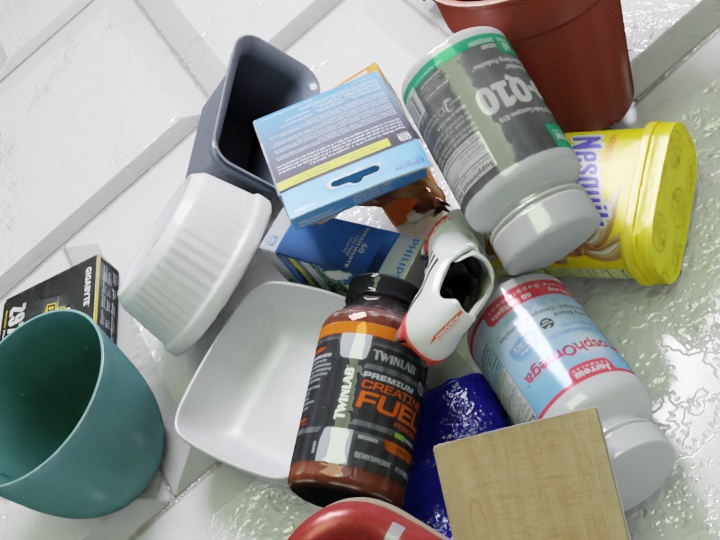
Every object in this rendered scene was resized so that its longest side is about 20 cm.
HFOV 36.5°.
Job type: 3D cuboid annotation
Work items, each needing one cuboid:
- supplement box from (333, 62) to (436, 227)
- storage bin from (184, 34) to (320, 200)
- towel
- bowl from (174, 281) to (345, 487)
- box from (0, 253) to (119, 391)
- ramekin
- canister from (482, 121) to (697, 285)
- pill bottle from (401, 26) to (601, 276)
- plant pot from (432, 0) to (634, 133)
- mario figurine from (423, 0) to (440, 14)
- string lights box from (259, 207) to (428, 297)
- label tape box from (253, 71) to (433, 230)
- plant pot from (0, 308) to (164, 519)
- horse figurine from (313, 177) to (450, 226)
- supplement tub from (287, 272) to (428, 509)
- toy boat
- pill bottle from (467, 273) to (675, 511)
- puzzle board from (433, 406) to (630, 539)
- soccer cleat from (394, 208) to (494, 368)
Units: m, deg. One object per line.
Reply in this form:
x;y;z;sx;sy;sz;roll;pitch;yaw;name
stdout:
0.028;-0.148;1.251;0.066;0.069;0.202;-30;44;10;supplement box
-0.135;-0.156;1.334;0.134;0.144;0.203;-35;38;46;storage bin
0.082;0.194;0.967;0.147;0.050;0.201;-34;45;9;towel
-0.072;0.119;1.111;0.198;0.075;0.202;14;67;40;bowl
-0.378;0.096;1.355;0.158;0.049;0.202;-25;47;19;box
-0.190;-0.015;1.215;0.203;0.093;0.203;-52;17;22;ramekin
0.207;-0.063;1.047;0.197;0.086;0.151;1;66;37;canister
0.126;-0.105;0.976;0.112;0.113;0.202;-30;71;10;pill bottle
0.185;-0.241;1.105;0.198;0.197;0.202;-17;37;14;plant pot
0.140;-0.371;1.312;0.197;0.108;0.123;3;24;27;mario figurine
0.000;0.000;1.131;0.198;0.103;0.059;15;65;41;string lights box
-0.015;-0.104;1.058;0.141;0.067;0.201;-22;38;-2;label tape box
-0.304;0.169;1.167;0.198;0.161;0.203;-18;49;22;plant pot
-0.001;-0.096;1.137;0.131;0.051;0.200;-22;31;-7;horse figurine
0.004;0.107;0.970;0.105;0.107;0.203;-4;63;32;supplement tub
0.019;0.266;0.829;0.198;0.130;0.132;27;104;17;toy boat
0.177;0.103;0.929;0.108;0.109;0.201;-36;45;4;pill bottle
0.143;0.222;0.852;0.149;0.017;0.204;-19;79;32;puzzle board
0.089;0.002;0.965;0.085;0.068;0.201;-42;13;38;soccer cleat
